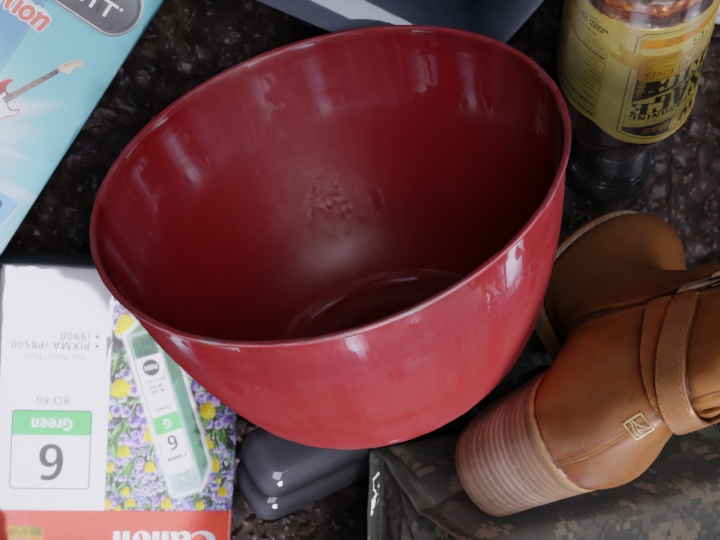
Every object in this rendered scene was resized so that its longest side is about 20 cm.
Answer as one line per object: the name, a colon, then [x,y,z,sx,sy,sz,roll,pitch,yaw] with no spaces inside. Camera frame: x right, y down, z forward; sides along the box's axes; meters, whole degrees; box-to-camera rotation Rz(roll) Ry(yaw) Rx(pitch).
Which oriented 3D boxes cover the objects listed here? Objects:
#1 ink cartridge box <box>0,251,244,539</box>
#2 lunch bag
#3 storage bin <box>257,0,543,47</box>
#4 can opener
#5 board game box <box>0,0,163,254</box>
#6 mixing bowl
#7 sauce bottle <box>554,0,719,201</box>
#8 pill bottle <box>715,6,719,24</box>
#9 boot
ink cartridge box: [-0.112,0.095,1.058,0.108,0.050,0.201,2,96,-13]
lunch bag: [0.089,0.172,1.065,0.163,0.118,0.201,-9,118,-25]
storage bin: [-0.005,-0.200,0.995,0.199,0.146,0.135,21,60,-14]
can opener: [0.028,0.042,1.078,0.199,0.053,0.067,-23,68,-19]
board game box: [-0.193,-0.089,1.021,0.151,0.047,0.200,33,89,-14]
mixing bowl: [0.000,0.000,0.978,0.200,0.200,0.109,-26,128,-8]
sauce bottle: [0.116,-0.090,1.016,0.066,0.200,0.066,-1,68,2]
pill bottle: [0.182,-0.209,1.055,0.113,0.113,0.201,8,96,-13]
boot: [0.133,0.015,0.984,0.077,0.155,0.200,55,40,-7]
